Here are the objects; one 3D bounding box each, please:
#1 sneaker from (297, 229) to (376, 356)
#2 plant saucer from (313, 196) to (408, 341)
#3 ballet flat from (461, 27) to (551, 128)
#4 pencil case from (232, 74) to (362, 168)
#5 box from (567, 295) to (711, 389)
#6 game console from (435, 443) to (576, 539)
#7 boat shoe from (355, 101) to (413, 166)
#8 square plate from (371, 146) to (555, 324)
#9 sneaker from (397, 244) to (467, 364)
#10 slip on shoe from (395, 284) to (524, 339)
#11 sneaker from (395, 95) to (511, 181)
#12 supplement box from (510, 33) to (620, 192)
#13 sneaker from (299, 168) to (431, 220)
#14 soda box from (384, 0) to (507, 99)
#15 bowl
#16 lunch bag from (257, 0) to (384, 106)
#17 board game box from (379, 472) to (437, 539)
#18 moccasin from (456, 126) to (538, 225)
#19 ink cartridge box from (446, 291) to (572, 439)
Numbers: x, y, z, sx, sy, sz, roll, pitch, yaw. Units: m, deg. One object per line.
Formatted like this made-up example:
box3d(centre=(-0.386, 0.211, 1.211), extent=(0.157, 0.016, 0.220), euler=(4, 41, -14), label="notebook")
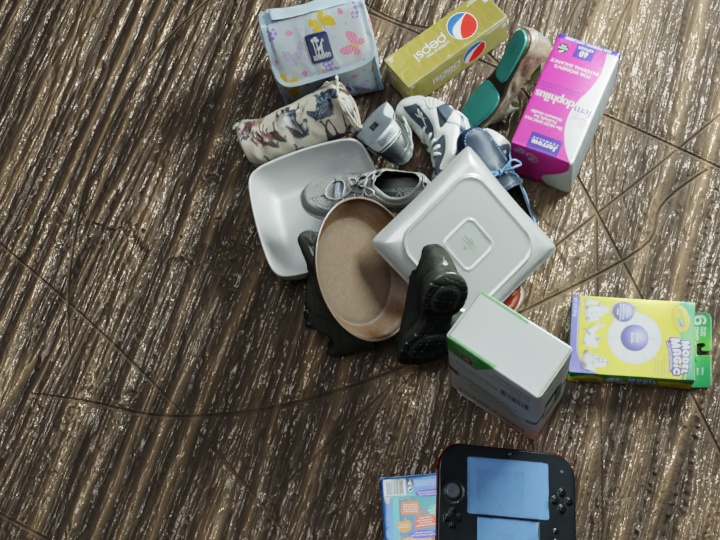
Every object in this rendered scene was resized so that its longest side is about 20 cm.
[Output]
box3d(centre=(-0.050, 0.039, 1.555), extent=(0.090, 0.076, 0.202), euler=(-22, 105, 14), label="sneaker")
box3d(centre=(0.000, 0.000, 1.510), extent=(0.036, 0.199, 0.203), euler=(-12, 62, 43), label="plant saucer")
box3d(centre=(0.226, -0.278, 1.652), extent=(0.067, 0.200, 0.069), euler=(7, 48, -31), label="ballet flat")
box3d(centre=(-0.099, -0.226, 1.678), extent=(0.198, 0.078, 0.090), euler=(-20, 98, 18), label="pencil case")
box3d(centre=(0.393, 0.101, 1.524), extent=(0.197, 0.048, 0.119), euler=(3, 70, 8), label="box")
box3d(centre=(0.192, 0.325, 1.435), extent=(0.198, 0.031, 0.179), euler=(8, 65, -13), label="game console")
box3d(centre=(0.044, -0.202, 1.641), extent=(0.074, 0.199, 0.068), euler=(-46, 106, 3), label="boat shoe")
box3d(centre=(0.150, -0.035, 1.525), extent=(0.198, 0.028, 0.200), euler=(-44, 99, -7), label="square plate")
box3d(centre=(0.093, 0.049, 1.470), extent=(0.075, 0.201, 0.091), euler=(2, 46, -18), label="sneaker")
box3d(centre=(0.144, 0.059, 1.568), extent=(0.198, 0.061, 0.075), euler=(-18, 66, -1), label="slip on shoe")
box3d(centre=(0.118, -0.176, 1.653), extent=(0.198, 0.080, 0.130), euler=(31, 71, 11), label="sneaker")
box3d(centre=(0.308, -0.237, 1.639), extent=(0.100, 0.103, 0.202), euler=(21, 75, 14), label="supplement box")
box3d(centre=(0.009, -0.121, 1.568), extent=(0.197, 0.082, 0.076), euler=(-5, 67, 4), label="sneaker")
box3d(centre=(0.137, -0.352, 1.727), extent=(0.199, 0.064, 0.068), euler=(-37, 69, -6), label="soda box")
box3d(centre=(-0.057, -0.085, 1.646), extent=(0.198, 0.075, 0.202), euler=(-18, 68, 2), label="bowl")
box3d(centre=(-0.060, -0.345, 1.679), extent=(0.168, 0.200, 0.128), euler=(-13, 67, 2), label="lunch bag")
box3d(centre=(0.107, 0.376, 1.458), extent=(0.150, 0.045, 0.202), euler=(-5, 68, 5), label="board game box")
box3d(centre=(0.213, -0.123, 1.582), extent=(0.080, 0.068, 0.201), euler=(-36, 99, -9), label="moccasin")
box3d(centre=(0.197, 0.131, 1.458), extent=(0.145, 0.200, 0.084), euler=(33, 73, 18), label="ink cartridge box")
